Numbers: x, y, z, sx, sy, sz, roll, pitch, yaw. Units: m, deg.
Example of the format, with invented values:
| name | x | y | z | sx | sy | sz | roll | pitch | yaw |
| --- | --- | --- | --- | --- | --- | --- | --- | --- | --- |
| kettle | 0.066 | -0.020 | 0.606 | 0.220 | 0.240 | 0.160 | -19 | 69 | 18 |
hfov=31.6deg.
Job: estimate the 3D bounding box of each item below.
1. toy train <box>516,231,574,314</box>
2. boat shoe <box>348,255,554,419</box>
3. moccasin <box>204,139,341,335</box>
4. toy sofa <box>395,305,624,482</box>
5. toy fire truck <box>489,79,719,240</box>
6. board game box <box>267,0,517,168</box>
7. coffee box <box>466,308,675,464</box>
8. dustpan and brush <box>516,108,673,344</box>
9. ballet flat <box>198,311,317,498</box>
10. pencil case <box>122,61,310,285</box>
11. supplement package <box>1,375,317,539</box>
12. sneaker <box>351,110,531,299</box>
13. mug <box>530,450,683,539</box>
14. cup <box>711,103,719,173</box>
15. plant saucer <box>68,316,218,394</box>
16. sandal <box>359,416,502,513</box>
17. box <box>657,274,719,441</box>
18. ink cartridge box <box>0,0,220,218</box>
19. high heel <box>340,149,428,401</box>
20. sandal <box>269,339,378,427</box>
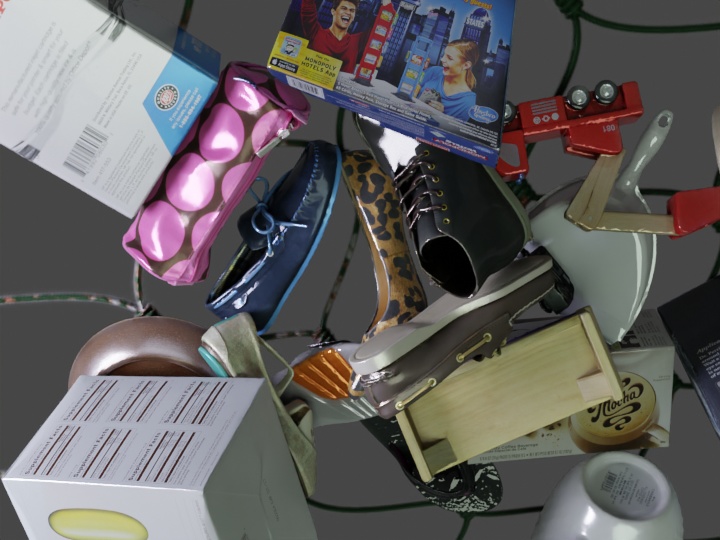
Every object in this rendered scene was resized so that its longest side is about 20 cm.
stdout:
| name | x | y | z | sx | sy | sz | roll | pitch | yaw |
| --- | --- | --- | --- | --- | --- | --- | --- | --- | --- |
| toy train | 0.124 | -0.048 | 1.128 | 0.034 | 0.046 | 0.201 | -36 | 94 | 32 |
| boat shoe | 0.086 | 0.052 | 1.067 | 0.199 | 0.072 | 0.060 | -30 | 102 | -19 |
| moccasin | -0.079 | -0.028 | 1.127 | 0.067 | 0.081 | 0.202 | 19 | 113 | -19 |
| toy sofa | 0.128 | 0.107 | 1.128 | 0.198 | 0.098 | 0.084 | -24 | 88 | 7 |
| toy fire truck | 0.204 | -0.087 | 1.098 | 0.197 | 0.049 | 0.143 | -11 | 84 | 1 |
| board game box | 0.053 | -0.215 | 1.028 | 0.198 | 0.062 | 0.202 | 21 | 83 | 6 |
| coffee box | 0.190 | 0.109 | 1.212 | 0.197 | 0.080 | 0.114 | -4 | 116 | -2 |
| dustpan and brush | 0.227 | -0.054 | 1.151 | 0.139 | 0.057 | 0.201 | 30 | 113 | 5 |
| ballet flat | -0.076 | 0.125 | 1.162 | 0.062 | 0.067 | 0.201 | -37 | 119 | -18 |
| pencil case | -0.123 | -0.079 | 1.086 | 0.090 | 0.094 | 0.201 | 4 | 124 | -55 |
| supplement package | -0.171 | 0.212 | 1.124 | 0.197 | 0.148 | 0.193 | -1 | 123 | 23 |
| sneaker | 0.054 | -0.074 | 1.056 | 0.200 | 0.106 | 0.075 | 46 | 129 | 1 |
| mug | 0.225 | 0.279 | 1.219 | 0.147 | 0.199 | 0.177 | 30 | 135 | 26 |
| cup | 0.380 | -0.104 | 1.075 | 0.142 | 0.201 | 0.202 | -14 | 118 | 25 |
| plant saucer | -0.186 | 0.138 | 1.211 | 0.197 | 0.032 | 0.203 | 3 | 120 | 5 |
| sandal | 0.065 | 0.184 | 1.258 | 0.075 | 0.048 | 0.200 | -41 | 111 | 15 |
| box | 0.384 | 0.128 | 1.166 | 0.116 | 0.201 | 0.198 | -27 | 114 | 9 |
| ink cartridge box | -0.235 | -0.162 | 1.050 | 0.199 | 0.086 | 0.147 | 31 | 110 | -16 |
| high heel | 0.000 | 0.000 | 1.116 | 0.142 | 0.071 | 0.201 | 33 | 75 | -11 |
| sandal | -0.041 | 0.106 | 1.214 | 0.205 | 0.059 | 0.080 | -20 | 111 | 30 |
